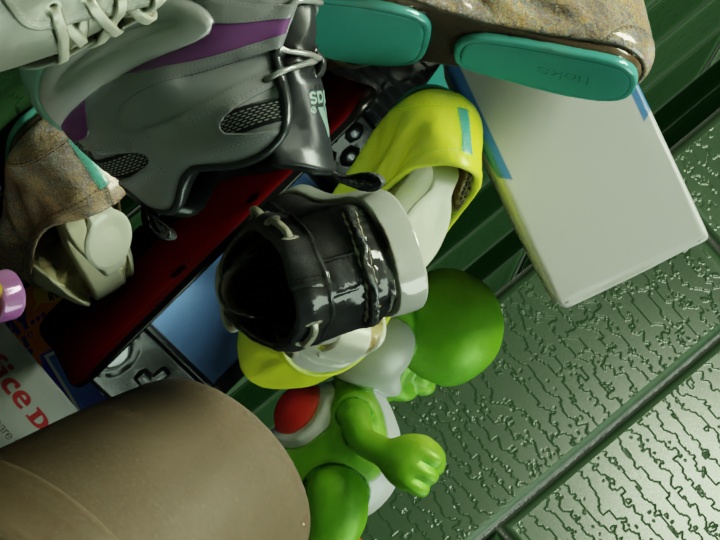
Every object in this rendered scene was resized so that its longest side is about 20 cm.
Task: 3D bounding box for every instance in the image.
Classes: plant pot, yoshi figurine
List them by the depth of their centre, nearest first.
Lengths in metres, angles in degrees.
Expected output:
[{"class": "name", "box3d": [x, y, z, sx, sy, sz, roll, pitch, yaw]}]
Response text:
[{"class": "plant pot", "box3d": [-0.119, 0.140, 1.211, 0.175, 0.200, 0.200, -43, 176, -41]}, {"class": "yoshi figurine", "box3d": [0.018, 0.077, 1.366, 0.112, 0.112, 0.200, 2, 107, -53]}]

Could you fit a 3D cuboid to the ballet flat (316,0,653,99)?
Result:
[{"class": "ballet flat", "box3d": [0.038, -0.128, 1.212, 0.068, 0.200, 0.067, 121, -21, -64]}]

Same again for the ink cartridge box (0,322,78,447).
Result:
[{"class": "ink cartridge box", "box3d": [-0.231, 0.125, 1.313, 0.200, 0.146, 0.083, -38, 170, -23]}]

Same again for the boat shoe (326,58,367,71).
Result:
[{"class": "boat shoe", "box3d": [0.017, -0.146, 1.337, 0.076, 0.072, 0.200, -14, -174, 37]}]

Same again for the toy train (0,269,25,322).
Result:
[{"class": "toy train", "box3d": [-0.229, 0.021, 1.108, 0.200, 0.056, 0.150, -39, 160, 20]}]

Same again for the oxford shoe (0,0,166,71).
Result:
[{"class": "oxford shoe", "box3d": [-0.104, -0.107, 0.950, 0.200, 0.058, 0.075, -37, 174, -13]}]

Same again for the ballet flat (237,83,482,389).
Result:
[{"class": "ballet flat", "box3d": [0.000, 0.000, 1.258, 0.067, 0.067, 0.200, 14, 125, -30]}]

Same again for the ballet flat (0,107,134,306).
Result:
[{"class": "ballet flat", "box3d": [-0.138, -0.020, 1.237, 0.068, 0.067, 0.200, -38, 172, -13]}]

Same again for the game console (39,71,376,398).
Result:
[{"class": "game console", "box3d": [-0.051, 0.003, 1.311, 0.200, 0.119, 0.172, -44, 135, -2]}]

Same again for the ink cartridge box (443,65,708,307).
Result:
[{"class": "ink cartridge box", "box3d": [0.106, -0.063, 1.350, 0.084, 0.145, 0.200, -25, 179, 2]}]

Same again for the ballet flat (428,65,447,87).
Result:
[{"class": "ballet flat", "box3d": [0.096, -0.180, 1.541, 0.200, 0.072, 0.072, -40, 173, 10]}]

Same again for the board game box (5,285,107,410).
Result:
[{"class": "board game box", "box3d": [-0.184, 0.150, 1.480, 0.200, 0.200, 0.200, -37, 172, -26]}]

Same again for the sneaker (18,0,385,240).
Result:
[{"class": "sneaker", "box3d": [-0.027, -0.094, 1.067, 0.200, 0.140, 0.078, -42, 172, 14]}]

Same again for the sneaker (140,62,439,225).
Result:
[{"class": "sneaker", "box3d": [-0.041, -0.085, 1.411, 0.200, 0.070, 0.082, -38, -169, -7]}]

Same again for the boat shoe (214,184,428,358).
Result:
[{"class": "boat shoe", "box3d": [-0.032, 0.005, 1.135, 0.060, 0.074, 0.200, -17, -174, -19]}]
